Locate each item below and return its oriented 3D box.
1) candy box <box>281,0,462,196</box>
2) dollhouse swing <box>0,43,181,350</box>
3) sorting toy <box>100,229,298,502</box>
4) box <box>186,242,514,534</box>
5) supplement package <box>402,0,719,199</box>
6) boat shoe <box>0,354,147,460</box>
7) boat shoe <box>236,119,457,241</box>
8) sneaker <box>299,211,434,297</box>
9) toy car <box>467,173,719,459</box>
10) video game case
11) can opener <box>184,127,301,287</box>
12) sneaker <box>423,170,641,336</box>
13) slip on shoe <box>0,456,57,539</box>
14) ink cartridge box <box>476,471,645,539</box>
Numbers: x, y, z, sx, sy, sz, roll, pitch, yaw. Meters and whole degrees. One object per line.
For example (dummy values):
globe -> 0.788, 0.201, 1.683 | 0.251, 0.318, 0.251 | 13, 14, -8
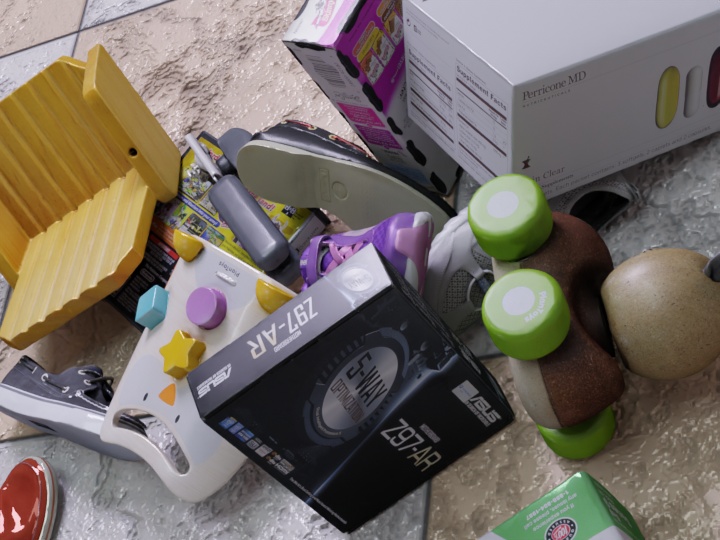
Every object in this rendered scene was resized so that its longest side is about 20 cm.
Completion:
candy box -> 0.036, -0.174, 1.235 | 0.061, 0.200, 0.137 | 15, 67, 40
dollhouse swing -> -0.289, -0.064, 1.391 | 0.199, 0.182, 0.176 | -30, 16, 24
sorting toy -> -0.125, 0.082, 1.220 | 0.199, 0.107, 0.181 | 28, 83, 33
box -> -0.002, 0.089, 1.077 | 0.159, 0.200, 0.044 | -35, 46, 8
supplement package -> 0.155, -0.156, 1.145 | 0.198, 0.112, 0.156 | -22, 42, -19
boat shoe -> -0.246, 0.112, 1.332 | 0.199, 0.070, 0.067 | 8, 66, 47
boat shoe -> -0.004, -0.072, 1.263 | 0.200, 0.074, 0.063 | 22, 40, 21
sneaker -> 0.000, 0.000, 1.144 | 0.087, 0.200, 0.081 | 15, 78, -7
toy car -> 0.192, 0.015, 1.031 | 0.198, 0.165, 0.159 | -16, 51, 13
video game case -> -0.143, -0.019, 1.376 | 0.181, 0.026, 0.200 | -50, 45, -5
can opener -> -0.099, -0.064, 1.320 | 0.066, 0.053, 0.201 | -38, 45, 5
sneaker -> 0.123, -0.019, 1.152 | 0.200, 0.075, 0.082 | -45, 43, -1
slip on shoe -> -0.319, 0.245, 1.288 | 0.074, 0.061, 0.201 | 12, 66, 42
ink cartridge box -> 0.136, 0.251, 0.946 | 0.145, 0.084, 0.201 | -35, 46, 10
